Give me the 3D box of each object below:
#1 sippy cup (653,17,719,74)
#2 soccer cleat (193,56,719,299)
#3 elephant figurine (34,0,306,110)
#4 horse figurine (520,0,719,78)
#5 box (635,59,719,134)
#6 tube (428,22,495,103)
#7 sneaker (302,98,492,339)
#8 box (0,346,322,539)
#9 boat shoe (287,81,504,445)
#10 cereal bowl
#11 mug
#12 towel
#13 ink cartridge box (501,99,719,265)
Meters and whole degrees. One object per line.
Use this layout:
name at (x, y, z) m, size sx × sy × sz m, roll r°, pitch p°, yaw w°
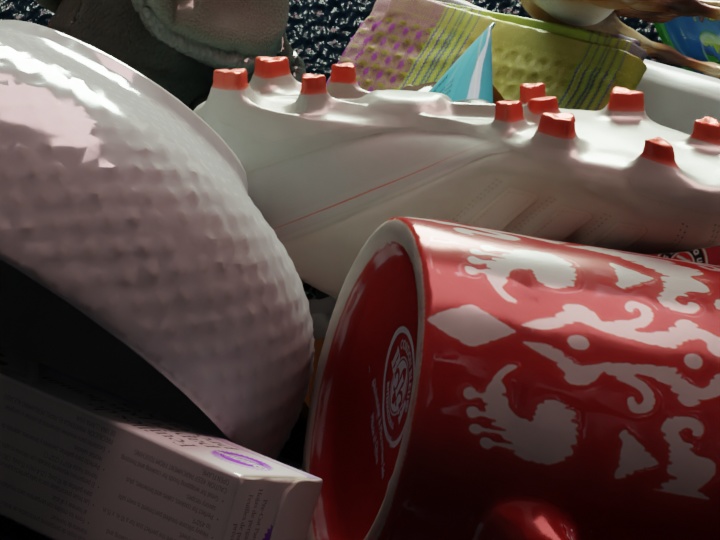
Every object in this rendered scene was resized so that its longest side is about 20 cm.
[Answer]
sippy cup at (0.213, -0.135, 1.365) m, size 0.178 × 0.140 × 0.130 m, roll 13°, pitch 9°, yaw -11°
soccer cleat at (0.034, -0.020, 0.913) m, size 0.200 × 0.078 × 0.069 m, roll 9°, pitch 16°, yaw 29°
elephant figurine at (-0.067, -0.115, 1.077) m, size 0.141 × 0.200 × 0.155 m, roll 1°, pitch 18°, yaw 13°
horse figurine at (0.113, -0.124, 1.247) m, size 0.132 × 0.050 × 0.200 m, roll 20°, pitch -1°, yaw 4°
box at (0.162, 0.006, 1.297) m, size 0.199 × 0.171 × 0.200 m, roll 19°, pitch 5°, yaw 39°
tube at (0.024, -0.001, 1.039) m, size 0.050 × 0.077 × 0.200 m, roll 30°, pitch 39°, yaw -25°
sneaker at (-0.045, -0.021, 0.996) m, size 0.200 × 0.091 × 0.078 m, roll -22°, pitch 32°, yaw 14°
box at (-0.101, 0.047, 0.847) m, size 0.200 × 0.041 × 0.039 m, roll 19°, pitch 6°, yaw 36°
boat shoe at (0.000, 0.000, 1.147) m, size 0.070 × 0.070 × 0.200 m, roll -18°, pitch 27°, yaw 36°
cereal bowl at (-0.096, -0.017, 0.887) m, size 0.200 × 0.083 × 0.200 m, roll 28°, pitch -16°, yaw 9°
mug at (0.098, 0.058, 0.829) m, size 0.200 × 0.133 × 0.178 m, roll 12°, pitch 5°, yaw -15°
towel at (0.025, -0.030, 1.231) m, size 0.144 × 0.200 × 0.023 m, roll 18°, pitch -18°, yaw 37°
ink cartridge box at (0.141, 0.039, 1.050) m, size 0.200 × 0.145 × 0.145 m, roll 13°, pitch 7°, yaw -18°
